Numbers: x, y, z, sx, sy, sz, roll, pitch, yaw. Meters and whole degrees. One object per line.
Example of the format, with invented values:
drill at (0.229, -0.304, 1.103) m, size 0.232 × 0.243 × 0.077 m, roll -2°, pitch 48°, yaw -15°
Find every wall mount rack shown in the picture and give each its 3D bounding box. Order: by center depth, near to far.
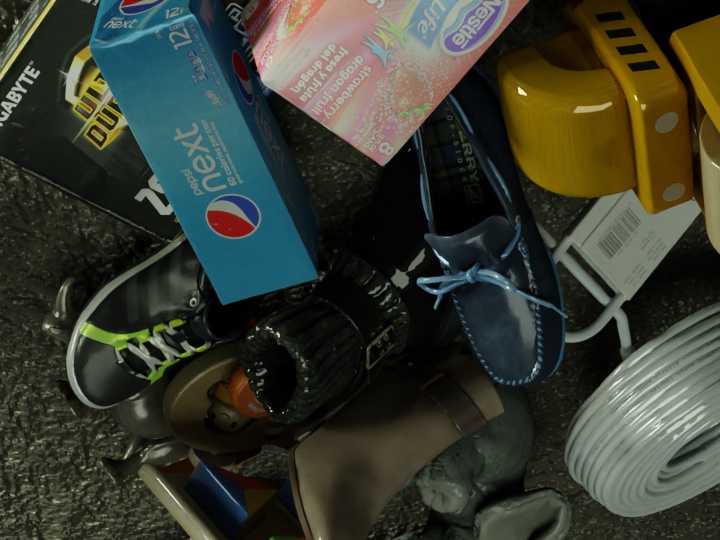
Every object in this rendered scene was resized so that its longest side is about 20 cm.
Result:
wall mount rack at (0.182, -0.028, 1.083) m, size 0.200 × 0.075 × 0.174 m, roll -50°, pitch 119°, yaw -7°

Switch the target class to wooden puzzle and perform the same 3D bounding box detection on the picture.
wooden puzzle at (-0.034, 0.190, 1.156) m, size 0.200 × 0.185 × 0.046 m, roll 17°, pitch 108°, yaw -49°

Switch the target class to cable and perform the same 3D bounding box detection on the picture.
cable at (0.235, 0.097, 1.179) m, size 0.200 × 0.069 × 0.200 m, roll 0°, pitch 140°, yaw -49°

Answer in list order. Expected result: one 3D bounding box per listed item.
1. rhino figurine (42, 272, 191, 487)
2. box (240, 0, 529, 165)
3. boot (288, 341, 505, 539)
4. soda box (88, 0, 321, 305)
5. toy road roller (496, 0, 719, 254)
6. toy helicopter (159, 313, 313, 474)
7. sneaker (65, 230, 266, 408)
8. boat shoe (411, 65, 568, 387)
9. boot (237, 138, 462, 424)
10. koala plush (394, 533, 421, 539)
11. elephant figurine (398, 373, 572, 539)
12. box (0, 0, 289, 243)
rhino figurine at (-0.175, 0.075, 1.211) m, size 0.087 × 0.060 × 0.200 m, roll -30°, pitch 131°, yaw -11°
box at (0.034, -0.174, 0.932) m, size 0.095 × 0.103 × 0.200 m, roll 33°, pitch 108°, yaw -26°
boot at (0.028, 0.116, 1.129) m, size 0.146 × 0.200 × 0.070 m, roll -25°, pitch 118°, yaw 6°
soda box at (-0.089, -0.079, 1.003) m, size 0.068 × 0.064 × 0.200 m, roll -15°, pitch 126°, yaw 12°
toy road roller at (0.164, -0.081, 0.935) m, size 0.146 × 0.200 × 0.123 m, roll -21°, pitch 139°, yaw -2°
toy helicopter at (-0.068, 0.119, 1.240) m, size 0.132 × 0.079 × 0.200 m, roll -48°, pitch 135°, yaw 12°
sneaker at (-0.121, 0.026, 1.120) m, size 0.200 × 0.083 × 0.072 m, roll -45°, pitch 122°, yaw 9°
boat shoe at (0.062, -0.022, 0.998) m, size 0.084 × 0.069 × 0.200 m, roll -21°, pitch 90°, yaw 27°
boot at (0.001, 0.002, 1.087) m, size 0.158 × 0.079 × 0.211 m, roll -24°, pitch 139°, yaw -27°
koala plush at (-0.046, 0.281, 1.344) m, size 0.200 × 0.184 × 0.177 m, roll 39°, pitch 122°, yaw -16°
elephant figurine at (0.088, 0.173, 1.263) m, size 0.155 × 0.142 × 0.200 m, roll -11°, pitch 127°, yaw 29°
box at (-0.135, -0.124, 1.044) m, size 0.159 × 0.049 × 0.200 m, roll 27°, pitch 126°, yaw -25°
